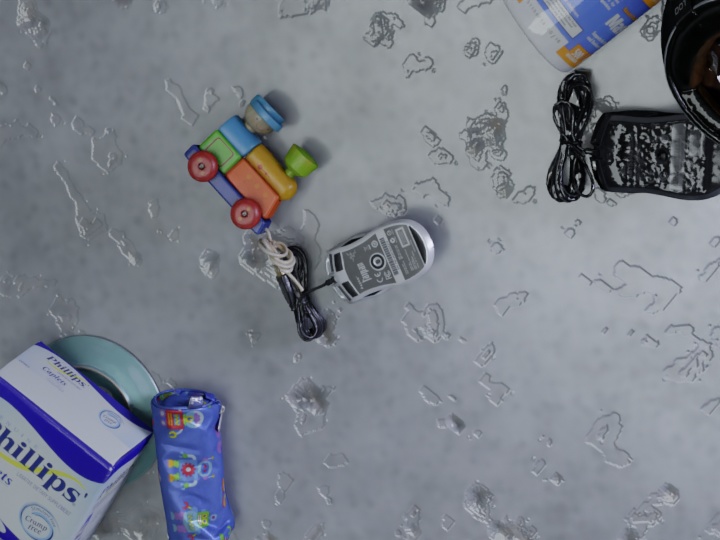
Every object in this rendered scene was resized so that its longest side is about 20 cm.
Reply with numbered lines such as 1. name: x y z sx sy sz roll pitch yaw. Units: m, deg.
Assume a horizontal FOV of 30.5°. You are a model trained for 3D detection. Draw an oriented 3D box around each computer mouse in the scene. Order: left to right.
1. computer mouse: 0.000 0.000 1.479 0.199 0.044 0.110 -21 92 25
2. computer mouse: 0.296 -0.128 1.359 0.199 0.053 0.140 11 105 24

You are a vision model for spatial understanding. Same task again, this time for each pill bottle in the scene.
1. pill bottle: 0.247 -0.297 1.295 0.200 0.112 0.112 -37 91 21

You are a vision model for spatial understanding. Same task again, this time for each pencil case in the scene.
1. pencil case: -0.198 0.237 1.574 0.086 0.078 0.201 -5 102 0

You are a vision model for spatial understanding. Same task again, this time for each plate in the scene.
1. plate: -0.336 0.179 1.628 0.199 0.026 0.202 4 104 16

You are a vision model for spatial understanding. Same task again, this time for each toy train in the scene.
1. toy train: -0.091 -0.090 1.467 0.116 0.085 0.200 -43 89 8

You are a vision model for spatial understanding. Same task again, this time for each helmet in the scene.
1. helmet: 0.381 -0.221 1.232 0.199 0.191 0.201 17 129 22

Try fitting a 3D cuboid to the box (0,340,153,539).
1. box: -0.378 0.225 1.578 0.184 0.105 0.201 36 118 7
